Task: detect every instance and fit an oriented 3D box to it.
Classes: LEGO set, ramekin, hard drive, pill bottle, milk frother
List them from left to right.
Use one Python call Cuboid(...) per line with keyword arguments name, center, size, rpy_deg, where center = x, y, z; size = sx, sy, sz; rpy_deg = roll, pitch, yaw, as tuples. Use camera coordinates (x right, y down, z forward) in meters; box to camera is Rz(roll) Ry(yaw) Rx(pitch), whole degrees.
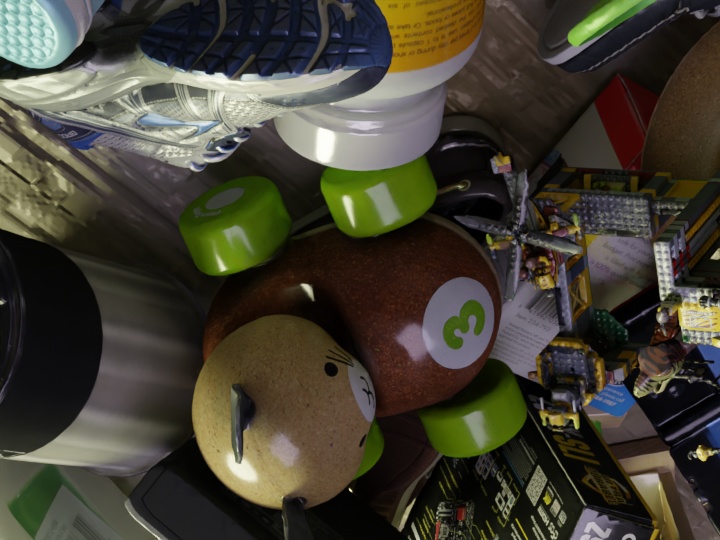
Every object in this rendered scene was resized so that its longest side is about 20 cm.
Cuboid(name="milk frother", center=(-0.171, -0.011, 0.970), size=(0.200, 0.180, 0.188), rpy_deg=(-63, 156, 3))
Cuboid(name="ramekin", center=(-0.187, 0.176, 1.075), size=(0.098, 0.200, 0.200), rpy_deg=(-41, 125, 13))
Cuboid(name="hard drive", center=(-0.037, 0.136, 1.012), size=(0.139, 0.200, 0.033), rpy_deg=(39, 99, 4))
Cuboid(name="pill bottle", center=(0.005, -0.151, 0.889), size=(0.112, 0.113, 0.200), rpy_deg=(-2, 130, -8))
Cuboid(name="LEGO set", center=(0.144, 0.024, 0.908), size=(0.199, 0.116, 0.154), rpy_deg=(12, 120, 26))

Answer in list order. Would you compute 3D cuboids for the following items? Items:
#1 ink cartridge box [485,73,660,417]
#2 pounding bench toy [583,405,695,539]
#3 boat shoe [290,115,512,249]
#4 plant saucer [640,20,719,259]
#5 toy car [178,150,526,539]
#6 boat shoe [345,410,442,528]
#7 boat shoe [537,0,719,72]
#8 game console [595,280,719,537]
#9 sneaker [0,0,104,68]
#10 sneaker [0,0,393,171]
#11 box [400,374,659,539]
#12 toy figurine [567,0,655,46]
Cuboid(name="ink cartridge box", center=(0.152, -0.024, 1.047), size=(0.116, 0.067, 0.200), rpy_deg=(24, 121, -29))
Cuboid(name="pounding bench toy", center=(0.143, 0.181, 1.157), size=(0.124, 0.156, 0.200), rpy_deg=(-10, 130, -2))
Cuboid(name="boat shoe", center=(0.000, 0.000, 1.045), size=(0.072, 0.061, 0.201), rpy_deg=(33, 117, -31))
Cuboid(name="plant saucer", center=(0.240, -0.045, 0.957), size=(0.200, 0.035, 0.201), rpy_deg=(-2, 111, -4))
Cuboid(name="toy car", center=(-0.017, 0.059, 0.931), size=(0.157, 0.200, 0.165), rpy_deg=(-15, 114, 19))
Cuboid(name="boat shoe", center=(0.016, 0.092, 1.122), size=(0.075, 0.075, 0.203), rpy_deg=(33, 132, 9))
Cuboid(name="boat shoe", center=(0.174, -0.157, 0.938), size=(0.200, 0.076, 0.060), rpy_deg=(-39, 119, 22))
Cuboid(name="game console", center=(0.252, 0.055, 1.025), size=(0.200, 0.119, 0.172), rpy_deg=(-32, 141, 7))
Cuboid(name="sneaker", center=(-0.174, -0.185, 0.862), size=(0.200, 0.131, 0.080), rpy_deg=(35, 149, 6))
Cuboid(name="sneaker", center=(-0.068, -0.089, 0.869), size=(0.199, 0.077, 0.085), rpy_deg=(2, 146, 30))
Cuboid(name="box", center=(0.082, 0.152, 1.073), size=(0.049, 0.200, 0.160), rpy_deg=(15, 108, -18))
Cuboid(name="toy figurine", center=(0.125, -0.222, 0.817), size=(0.200, 0.150, 0.184), rpy_deg=(-33, 90, -5))
